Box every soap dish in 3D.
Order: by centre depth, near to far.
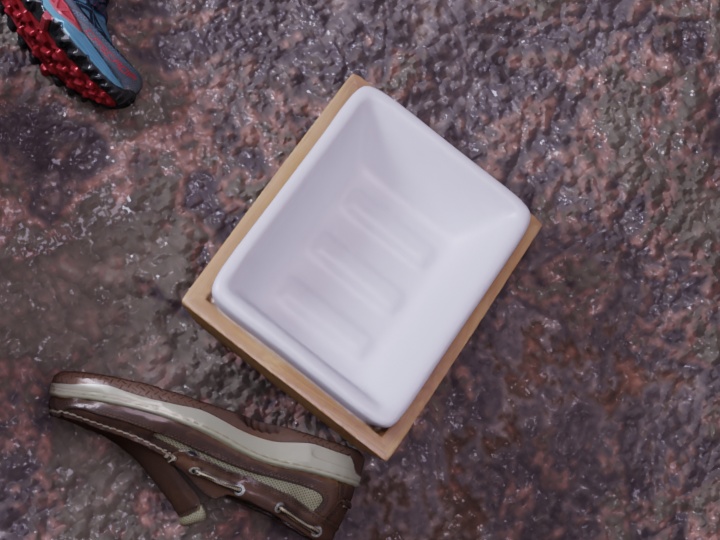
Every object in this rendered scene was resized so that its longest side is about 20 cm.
[{"bbox_3d":[0.000,0.000,1.340,0.157,0.081,0.200,37,62,-4],"label":"soap dish"}]

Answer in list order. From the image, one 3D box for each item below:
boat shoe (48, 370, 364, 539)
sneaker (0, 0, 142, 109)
[{"bbox_3d":[-0.099,0.120,1.316,0.201,0.075,0.075,17,82,-9],"label":"boat shoe"},{"bbox_3d":[-0.188,-0.197,1.353,0.095,0.079,0.200,-36,89,-18],"label":"sneaker"}]
